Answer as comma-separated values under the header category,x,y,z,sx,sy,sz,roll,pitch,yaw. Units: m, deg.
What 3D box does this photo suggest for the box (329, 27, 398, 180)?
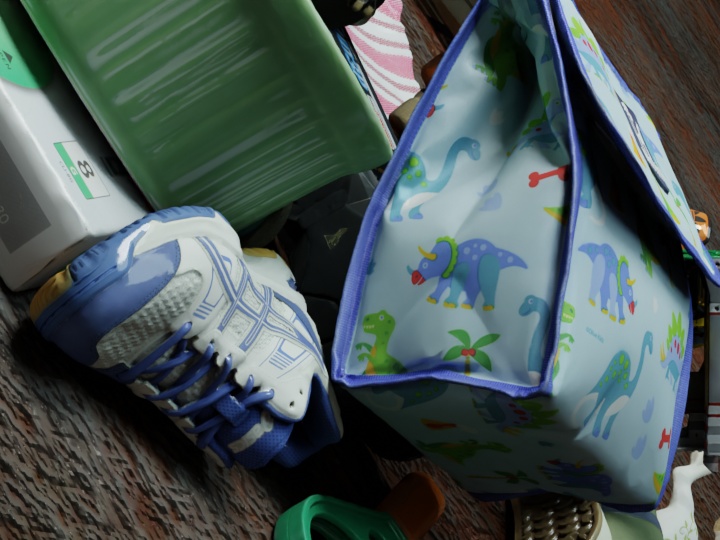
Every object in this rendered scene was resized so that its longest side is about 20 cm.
category,x,y,z,sx,sy,sz,roll,pitch,yaw
box,-0.061,-0.141,1.530,0.159,0.046,0.201,33,27,-53

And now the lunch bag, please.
category,x,y,z,sx,sy,sz,roll,pitch,yaw
lunch bag,0.084,-0.012,1.284,0.170,0.127,0.201,46,50,-58

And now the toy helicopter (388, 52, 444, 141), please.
category,x,y,z,sx,sy,sz,roll,pitch,yaw
toy helicopter,0.073,-0.016,1.614,0.132,0.079,0.200,47,-9,42

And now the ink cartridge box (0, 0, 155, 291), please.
category,x,y,z,sx,sy,sz,roll,pitch,yaw
ink cartridge box,-0.132,-0.077,1.204,0.162,0.050,0.200,58,18,5

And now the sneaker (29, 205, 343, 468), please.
category,x,y,z,sx,sy,sz,roll,pitch,yaw
sneaker,-0.057,0.033,1.155,0.089,0.075,0.200,61,18,17

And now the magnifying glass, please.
category,x,y,z,sx,sy,sz,roll,pitch,yaw
magnifying glass,0.006,0.123,1.268,0.080,0.022,0.200,56,18,-1

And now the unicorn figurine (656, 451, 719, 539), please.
category,x,y,z,sx,sy,sz,roll,pitch,yaw
unicorn figurine,0.199,0.175,1.629,0.199,0.074,0.138,32,49,-18

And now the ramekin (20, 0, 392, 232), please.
category,x,y,z,sx,sy,sz,roll,pitch,yaw
ramekin,-0.079,-0.107,1.216,0.201,0.097,0.200,58,-1,1

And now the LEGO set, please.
category,x,y,z,sx,sy,sz,roll,pitch,yaw
LEGO set,0.109,0.048,1.472,0.154,0.198,0.117,-162,-108,-83

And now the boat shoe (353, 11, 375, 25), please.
category,x,y,z,sx,sy,sz,roll,pitch,yaw
boat shoe,-0.033,-0.198,1.514,0.200,0.066,0.074,38,22,-50

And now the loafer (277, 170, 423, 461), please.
category,x,y,z,sx,sy,sz,roll,pitch,yaw
loafer,0.000,0.000,1.390,0.072,0.072,0.201,36,32,-70

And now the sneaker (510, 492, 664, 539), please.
category,x,y,z,sx,sy,sz,roll,pitch,yaw
sneaker,0.124,0.139,1.504,0.090,0.067,0.200,58,17,-16

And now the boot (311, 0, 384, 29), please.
category,x,y,z,sx,sy,sz,roll,pitch,yaw
boot,-0.006,-0.162,1.373,0.199,0.078,0.138,16,-16,48

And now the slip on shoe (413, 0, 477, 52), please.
category,x,y,z,sx,sy,sz,roll,pitch,yaw
slip on shoe,0.061,-0.160,1.578,0.201,0.060,0.076,58,-7,-29

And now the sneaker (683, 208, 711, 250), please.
category,x,y,z,sx,sy,sz,roll,pitch,yaw
sneaker,0.155,0.036,1.608,0.201,0.089,0.070,85,11,-48

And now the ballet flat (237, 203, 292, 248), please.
category,x,y,z,sx,sy,sz,roll,pitch,yaw
ballet flat,-0.070,-0.074,1.352,0.063,0.067,0.201,72,-1,-54

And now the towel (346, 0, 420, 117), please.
category,x,y,z,sx,sy,sz,roll,pitch,yaw
towel,-0.002,-0.127,1.703,0.146,0.030,0.201,39,23,-43
